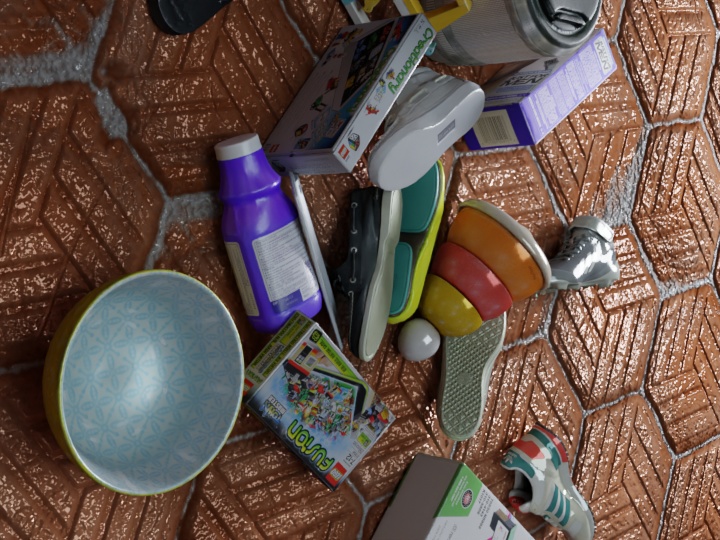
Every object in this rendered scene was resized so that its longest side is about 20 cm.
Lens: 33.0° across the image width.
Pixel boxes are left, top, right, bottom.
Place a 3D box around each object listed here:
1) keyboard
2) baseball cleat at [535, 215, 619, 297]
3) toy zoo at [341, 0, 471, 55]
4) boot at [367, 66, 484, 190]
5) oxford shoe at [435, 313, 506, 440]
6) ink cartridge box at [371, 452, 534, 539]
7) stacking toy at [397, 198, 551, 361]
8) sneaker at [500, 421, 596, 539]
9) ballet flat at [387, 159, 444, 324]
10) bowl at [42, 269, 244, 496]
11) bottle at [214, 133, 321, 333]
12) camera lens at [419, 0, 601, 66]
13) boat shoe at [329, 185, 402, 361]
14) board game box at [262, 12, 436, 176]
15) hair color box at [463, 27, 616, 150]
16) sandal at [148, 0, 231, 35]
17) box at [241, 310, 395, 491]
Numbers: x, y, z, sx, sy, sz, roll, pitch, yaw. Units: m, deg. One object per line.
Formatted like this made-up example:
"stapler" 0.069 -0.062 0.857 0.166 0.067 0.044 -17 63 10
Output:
"keyboard" -0.046 -0.008 1.291 0.056 0.011 0.201 -95 171 -57
"baseball cleat" 0.281 -0.020 1.630 0.199 0.069 0.107 -2 87 -53
"toy zoo" 0.034 -0.322 1.326 0.200 0.131 0.021 56 32 -29
"boot" 0.049 -0.164 1.375 0.200 0.095 0.074 -39 143 -37
"oxford shoe" 0.132 0.115 1.493 0.058 0.075 0.201 89 13 -69
"ink cartridge box" 0.115 0.338 1.462 0.200 0.084 0.145 48 60 -35
"stacking toy" 0.115 0.027 1.443 0.200 0.146 0.146 -45 122 -13
"sneaker" 0.241 0.301 1.606 0.093 0.070 0.201 -33 117 -19
"ballet flat" 0.059 -0.034 1.416 0.067 0.066 0.201 27 75 -63
"bowl" -0.216 0.098 1.115 0.199 0.107 0.202 -3 94 -44
"bottle" -0.101 -0.039 1.250 0.083 0.065 0.201 -31 113 -41
"camera lens" 0.165 -0.321 1.401 0.159 0.199 0.161 -3 94 -44
"boat shoe" -0.001 -0.001 1.350 0.074 0.066 0.201 27 70 -72
"board game box" -0.015 -0.185 1.284 0.035 0.126 0.201 48 61 -33
"hair color box" 0.221 -0.228 1.522 0.200 0.109 0.065 -41 117 -35
"sandal" -0.131 -0.306 1.224 0.201 0.043 0.076 -54 126 -28
"box" -0.047 0.142 1.286 0.110 0.035 0.200 -49 136 -11
